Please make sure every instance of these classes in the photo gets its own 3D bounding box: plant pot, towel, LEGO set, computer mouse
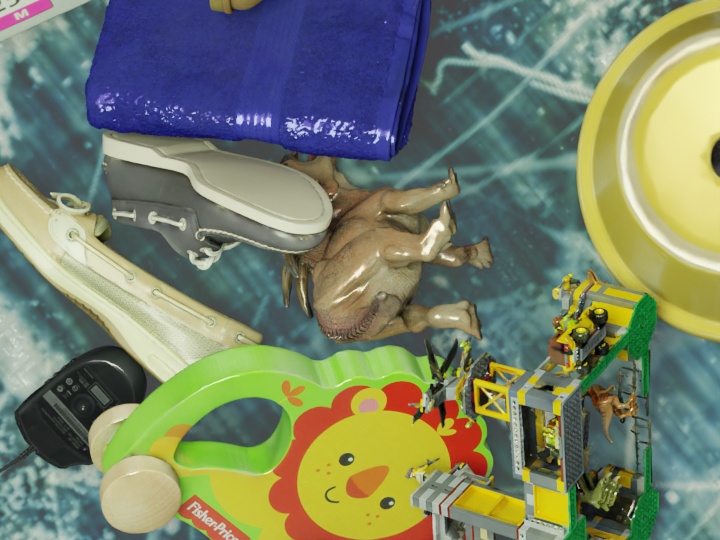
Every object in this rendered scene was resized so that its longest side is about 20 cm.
[{"bbox_3d":[0.211,-0.059,1.218,0.199,0.189,0.203,0,89,13],"label":"plant pot"},{"bbox_3d":[-0.058,-0.137,1.338,0.198,0.050,0.149,7,65,12],"label":"towel"},{"bbox_3d":[0.090,0.095,1.247,0.115,0.154,0.201,14,133,29],"label":"LEGO set"},{"bbox_3d":[-0.211,0.116,1.387,0.199,0.034,0.059,-38,98,14],"label":"computer mouse"}]

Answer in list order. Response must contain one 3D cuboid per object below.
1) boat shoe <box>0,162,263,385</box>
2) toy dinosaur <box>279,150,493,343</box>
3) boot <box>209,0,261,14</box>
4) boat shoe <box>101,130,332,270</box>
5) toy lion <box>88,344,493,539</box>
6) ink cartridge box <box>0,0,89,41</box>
[{"bbox_3d":[-0.150,-0.001,1.355,0.200,0.073,0.063,43,90,7],"label":"boat shoe"},{"bbox_3d":[0.000,0.000,1.283,0.134,0.200,0.086,-14,116,13],"label":"toy dinosaur"},{"bbox_3d":[0.028,-0.201,1.289,0.198,0.066,0.176,15,56,13],"label":"boot"},{"bbox_3d":[-0.086,-0.035,1.311,0.199,0.072,0.063,24,115,46],"label":"boat shoe"},{"bbox_3d":[-0.029,0.110,1.282,0.191,0.069,0.200,-40,125,13],"label":"toy lion"},{"bbox_3d":[-0.169,-0.218,1.268,0.199,0.174,0.044,-25,68,-2],"label":"ink cartridge box"}]
